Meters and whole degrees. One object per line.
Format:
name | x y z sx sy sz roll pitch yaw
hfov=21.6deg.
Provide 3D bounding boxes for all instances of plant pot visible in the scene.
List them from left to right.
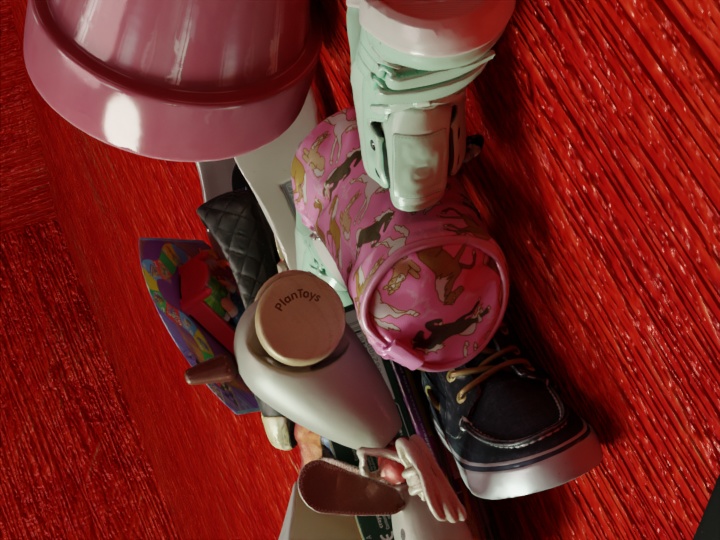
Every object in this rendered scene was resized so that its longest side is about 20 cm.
plant pot | -0.112 -0.201 1.226 0.179 0.199 0.200 108 145 -43

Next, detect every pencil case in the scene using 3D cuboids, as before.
pencil case | 0.019 -0.022 1.051 0.200 0.082 0.087 -120 28 -61

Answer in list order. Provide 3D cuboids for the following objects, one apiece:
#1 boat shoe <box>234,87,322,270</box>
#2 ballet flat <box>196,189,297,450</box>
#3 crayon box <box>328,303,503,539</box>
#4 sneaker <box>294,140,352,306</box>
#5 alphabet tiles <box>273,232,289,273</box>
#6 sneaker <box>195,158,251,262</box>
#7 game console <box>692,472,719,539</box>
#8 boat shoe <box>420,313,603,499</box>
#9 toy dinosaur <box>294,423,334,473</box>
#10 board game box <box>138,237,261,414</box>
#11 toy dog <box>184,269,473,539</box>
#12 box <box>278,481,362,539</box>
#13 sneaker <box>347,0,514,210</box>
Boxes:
boat shoe | -0.042 -0.069 1.357 0.201 0.072 0.069 63 -177 2
ballet flat | -0.078 0.038 1.426 0.066 0.057 0.201 44 -146 -79
crayon box | 0.032 0.123 1.176 0.173 0.058 0.201 19 -128 -78
sneaker | 0.000 0.000 1.224 0.201 0.073 0.119 -112 19 -63
alphabet tiles | -0.040 0.033 1.457 0.200 0.015 0.196 -65 -37 -83
sneaker | -0.099 -0.101 1.535 0.112 0.073 0.201 20 -114 -82
game console | 0.192 0.214 0.846 0.176 0.116 0.200 34 152 19
boat shoe | 0.068 0.061 1.037 0.200 0.071 0.091 -153 43 -75
toy dinosaur | -0.015 0.130 1.339 0.181 0.200 0.105 43 170 -38
board game box | -0.096 0.032 1.478 0.158 0.039 0.200 59 -164 11
toy dog | -0.024 0.091 1.045 0.200 0.096 0.132 59 177 22
box | -0.019 0.262 1.271 0.200 0.106 0.153 -85 12 -68
sneaker | 0.038 -0.086 0.925 0.200 0.073 0.119 -120 22 -78
